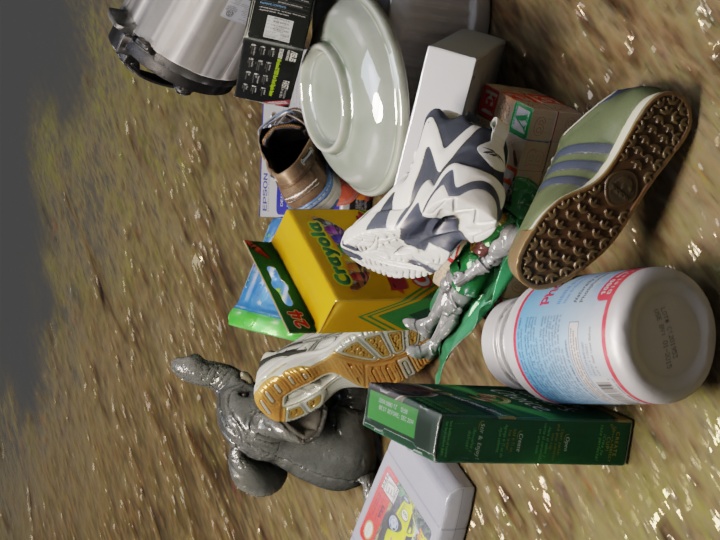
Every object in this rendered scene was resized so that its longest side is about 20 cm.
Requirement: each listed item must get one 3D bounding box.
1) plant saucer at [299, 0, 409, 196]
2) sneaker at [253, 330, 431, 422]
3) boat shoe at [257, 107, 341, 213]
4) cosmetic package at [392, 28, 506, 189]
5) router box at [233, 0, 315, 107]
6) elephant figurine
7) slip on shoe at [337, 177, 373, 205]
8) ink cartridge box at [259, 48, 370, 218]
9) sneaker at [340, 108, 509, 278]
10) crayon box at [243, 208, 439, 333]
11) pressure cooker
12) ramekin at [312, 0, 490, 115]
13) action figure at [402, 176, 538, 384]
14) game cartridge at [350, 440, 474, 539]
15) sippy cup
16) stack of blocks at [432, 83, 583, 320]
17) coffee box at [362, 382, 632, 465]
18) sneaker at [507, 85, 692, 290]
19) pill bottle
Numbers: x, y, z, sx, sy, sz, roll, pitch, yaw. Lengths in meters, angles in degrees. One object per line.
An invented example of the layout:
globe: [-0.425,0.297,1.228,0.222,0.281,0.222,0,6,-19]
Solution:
plant saucer: [-0.017,-0.167,1.550,0.200,0.050,0.200,170,90,-67]
sneaker: [-0.018,0.080,1.648,0.088,0.200,0.076,-99,-12,-59]
boat shoe: [-0.065,-0.127,1.655,0.072,0.072,0.200,-34,30,7]
cosmetic package: [0.078,-0.119,1.518,0.151,0.052,0.200,-48,-27,-70]
router box: [-0.079,-0.266,1.625,0.200,0.062,0.150,124,157,-77]
elephant figurine: [-0.090,0.171,1.714,0.155,0.200,0.142,16,101,58]
slip on shoe: [0.008,-0.106,1.684,0.200,0.061,0.074,-14,37,35]
ink cartridge box: [-0.049,-0.153,1.827,0.200,0.047,0.198,9,98,61]
sneaker: [0.065,-0.076,1.419,0.199,0.079,0.130,-35,29,56]
crayon box: [0.000,0.000,1.568,0.127,0.200,0.051,60,137,34]
pressure cooker: [-0.199,-0.306,1.936,0.200,0.176,0.179,-58,1,26]
ramekin: [0.034,-0.256,1.635,0.200,0.105,0.200,-6,83,59]
action figure: [0.102,-0.005,1.430,0.200,0.055,0.118,-58,23,30]
game cartridge: [0.049,0.267,1.635,0.133,0.041,0.200,50,129,44]
sippy cup: [-0.065,0.012,1.767,0.178,0.140,0.130,13,88,33]
stack of blocks: [0.142,-0.059,1.481,0.115,0.059,0.200,38,119,54]
coffee box: [0.117,0.129,1.372,0.123,0.200,0.044,20,103,60]
sneaker: [0.188,-0.074,1.351,0.200,0.067,0.090,-50,25,2]
pill bottle: [0.191,0.057,1.341,0.200,0.109,0.109,-8,81,58]
